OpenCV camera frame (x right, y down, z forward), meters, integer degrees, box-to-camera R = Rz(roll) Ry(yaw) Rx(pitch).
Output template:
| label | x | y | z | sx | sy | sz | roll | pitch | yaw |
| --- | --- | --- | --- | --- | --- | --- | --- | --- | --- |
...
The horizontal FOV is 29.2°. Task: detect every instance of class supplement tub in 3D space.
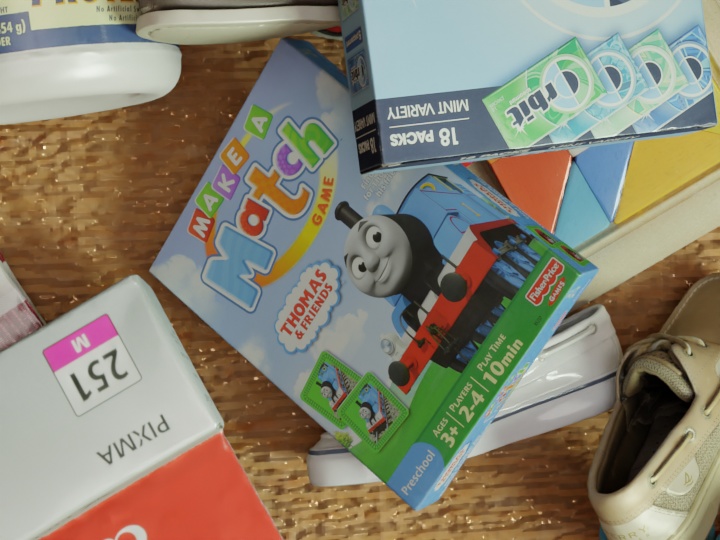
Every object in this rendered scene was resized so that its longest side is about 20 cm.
| label | x | y | z | sx | sy | sz | roll | pitch | yaw |
| --- | --- | --- | --- | --- | --- | --- | --- | --- | --- |
| supplement tub | -0.172 | -0.180 | 0.691 | 0.143 | 0.145 | 0.203 | -9 | 94 | -9 |

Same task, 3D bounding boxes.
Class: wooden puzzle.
| label | x | y | z | sx | sy | sz | roll | pitch | yaw |
| --- | --- | --- | --- | --- | --- | --- | --- | --- | --- |
| wooden puzzle | 0.129 | -0.093 | 0.769 | 0.184 | 0.037 | 0.201 | -31 | 99 | 17 |

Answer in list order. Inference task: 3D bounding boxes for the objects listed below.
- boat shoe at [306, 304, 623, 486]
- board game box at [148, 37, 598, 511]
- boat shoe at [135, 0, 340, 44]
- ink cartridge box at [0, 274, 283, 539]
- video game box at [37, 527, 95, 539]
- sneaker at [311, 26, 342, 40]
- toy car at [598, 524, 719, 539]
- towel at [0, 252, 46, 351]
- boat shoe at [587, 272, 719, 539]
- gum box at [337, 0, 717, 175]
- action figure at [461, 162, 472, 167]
| label | x | y | z | sx | sy | sz | roll | pitch | yaw |
| --- | --- | --- | --- | --- | --- | --- | --- | --- | --- |
| boat shoe | 0.058 | 0.069 | 0.784 | 0.198 | 0.073 | 0.066 | -16 | 91 | -19 |
| board game box | 0.000 | 0.000 | 0.716 | 0.199 | 0.036 | 0.152 | 39 | 110 | 19 |
| boat shoe | -0.019 | -0.147 | 0.678 | 0.198 | 0.072 | 0.060 | -10 | 98 | -26 |
| ink cartridge box | -0.158 | 0.128 | 0.717 | 0.199 | 0.044 | 0.175 | -30 | 83 | -4 |
| video game box | -0.107 | 0.254 | 0.752 | 0.198 | 0.047 | 0.184 | 18 | 91 | 2 |
| sneaker | -0.024 | -0.227 | 0.745 | 0.076 | 0.085 | 0.202 | -20 | 96 | -10 |
| toy car | 0.274 | 0.158 | 0.780 | 0.200 | 0.176 | 0.185 | -45 | 109 | -18 |
| towel | -0.239 | 0.054 | 0.752 | 0.143 | 0.023 | 0.201 | -34 | 96 | -5 |
| boat shoe | 0.177 | 0.066 | 0.758 | 0.065 | 0.071 | 0.201 | 52 | 45 | -27 |
| gum box | 0.071 | -0.156 | 0.645 | 0.168 | 0.045 | 0.203 | -8 | 90 | -15 |
| action figure | 0.078 | -0.050 | 0.739 | 0.198 | 0.065 | 0.100 | -22 | 88 | 17 |
